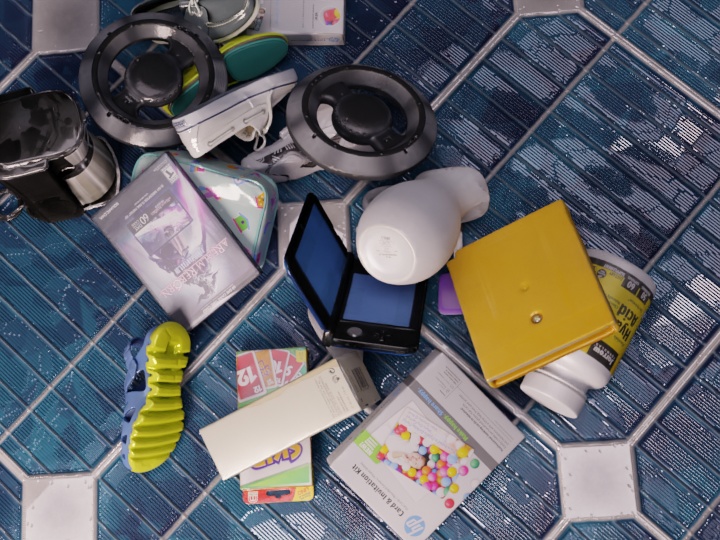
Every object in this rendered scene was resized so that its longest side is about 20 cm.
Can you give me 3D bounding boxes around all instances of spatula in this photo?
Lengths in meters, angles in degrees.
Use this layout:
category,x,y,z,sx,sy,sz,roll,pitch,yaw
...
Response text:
category,x,y,z,sx,sy,sz,roll,pitch,yaw
spatula,0.132,-0.036,1.539,0.056,0.021,0.200,-1,75,5

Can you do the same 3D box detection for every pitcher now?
category,x,y,z,sx,sy,sz,roll,pitch,yaw
pitcher,0.054,-0.064,1.466,0.171,0.200,0.121,1,117,29

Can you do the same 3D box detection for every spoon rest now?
category,x,y,z,sx,sy,sz,roll,pitch,yaw
spoon rest,-0.004,0.123,1.479,0.061,0.099,0.200,-41,89,12

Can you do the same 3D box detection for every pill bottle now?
category,x,y,z,sx,sy,sz,roll,pitch,yaw
pill bottle,0.286,0.082,1.453,0.111,0.111,0.200,28,80,10

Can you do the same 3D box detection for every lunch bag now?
category,x,y,z,sx,sy,sz,roll,pitch,yaw
lunch bag,-0.218,-0.071,1.524,0.200,0.077,0.161,15,105,10

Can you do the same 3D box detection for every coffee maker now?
category,x,y,z,sx,sy,sz,roll,pitch,yaw
coffee maker,-0.432,-0.140,1.511,0.192,0.200,0.135,-38,76,-6

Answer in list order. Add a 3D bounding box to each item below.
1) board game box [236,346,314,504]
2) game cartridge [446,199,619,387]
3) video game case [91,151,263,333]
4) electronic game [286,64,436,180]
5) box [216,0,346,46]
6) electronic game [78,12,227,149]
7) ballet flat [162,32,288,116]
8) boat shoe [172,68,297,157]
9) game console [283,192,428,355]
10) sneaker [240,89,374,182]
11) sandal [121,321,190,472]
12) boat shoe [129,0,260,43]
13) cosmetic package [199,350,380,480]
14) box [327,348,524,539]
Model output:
category,x,y,z,sx,sy,sz,roll,pitch,yaw
board game box,-0.113,0.203,1.493,0.095,0.030,0.201,-4,78,3
game cartridge,0.213,0.027,1.438,0.176,0.032,0.200,-26,52,15
video game case,-0.241,-0.034,1.488,0.143,0.019,0.200,-38,91,18
electronic game,0.002,-0.198,1.492,0.199,0.042,0.200,5,54,-7
box,-0.121,-0.404,1.640,0.199,0.041,0.156,-1,77,5
electronic game,-0.280,-0.258,1.540,0.199,0.042,0.200,2,73,-8
ballet flat,-0.200,-0.291,1.609,0.200,0.067,0.067,-32,52,-3
boat shoe,-0.153,-0.201,1.518,0.202,0.075,0.086,-35,109,-38
game console,0.000,0.000,1.438,0.170,0.119,0.200,7,32,4
sneaker,-0.077,-0.197,1.570,0.200,0.075,0.115,-16,74,-5
sandal,-0.280,0.165,1.497,0.087,0.079,0.200,5,81,43
boat shoe,-0.234,-0.360,1.588,0.200,0.062,0.073,-3,76,29
cosmetic package,-0.085,0.178,1.402,0.200,0.104,0.073,-28,84,13
box,0.082,0.224,1.431,0.200,0.041,0.156,-44,98,-2
